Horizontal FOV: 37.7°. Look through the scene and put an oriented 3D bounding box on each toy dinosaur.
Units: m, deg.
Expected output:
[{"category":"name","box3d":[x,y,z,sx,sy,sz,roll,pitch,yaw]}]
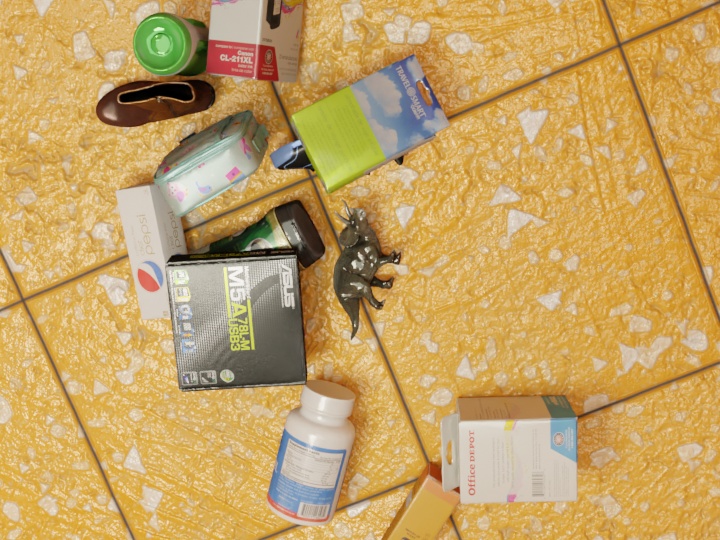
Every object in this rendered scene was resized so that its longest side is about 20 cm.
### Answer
[{"category":"toy dinosaur","box3d":[0.000,0.000,1.592,0.101,0.077,0.202,17,106,12]}]

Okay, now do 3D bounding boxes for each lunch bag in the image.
[{"category":"lunch bag","box3d":[-0.207,-0.161,1.505,0.159,0.200,0.077,-31,108,8]}]

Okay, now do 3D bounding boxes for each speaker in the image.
[{"category":"speaker","box3d":[-0.257,-0.314,1.476,0.087,0.200,0.090,1,100,3]}]

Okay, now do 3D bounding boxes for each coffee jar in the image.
[{"category":"coffee jar","box3d":[-0.155,-0.021,1.580,0.198,0.085,0.105,-27,99,8]}]

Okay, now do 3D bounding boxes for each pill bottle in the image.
[{"category":"pill bottle","box3d":[-0.070,0.276,1.614,0.111,0.112,0.202,15,99,0]}]

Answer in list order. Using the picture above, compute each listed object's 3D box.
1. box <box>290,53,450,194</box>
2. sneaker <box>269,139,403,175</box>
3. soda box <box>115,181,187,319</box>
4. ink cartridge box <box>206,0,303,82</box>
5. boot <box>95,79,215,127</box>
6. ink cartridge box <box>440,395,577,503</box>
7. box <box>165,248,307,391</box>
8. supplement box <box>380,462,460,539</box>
[{"category":"box","box3d":[0.013,-0.209,1.503,0.198,0.048,0.123,-28,89,-5]},{"category":"sneaker","box3d":[-0.032,-0.168,1.556,0.198,0.070,0.079,-16,92,4]},{"category":"soda box","box3d":[-0.305,-0.031,1.588,0.067,0.064,0.203,-5,101,27]},{"category":"ink cartridge box","box3d":[-0.143,-0.371,1.481,0.082,0.146,0.203,10,101,19]},{"category":"boot","box3d":[-0.307,-0.234,1.493,0.186,0.200,0.069,0,100,3]},{"category":"ink cartridge box","box3d":[0.219,0.266,1.589,0.197,0.125,0.130,-1,100,3]},{"category":"box","box3d":[-0.178,0.073,1.538,0.191,0.048,0.203,-2,106,3]},{"category":"supplement box","box3d":[0.082,0.406,1.652,0.066,0.069,0.201,31,98,-2]}]
